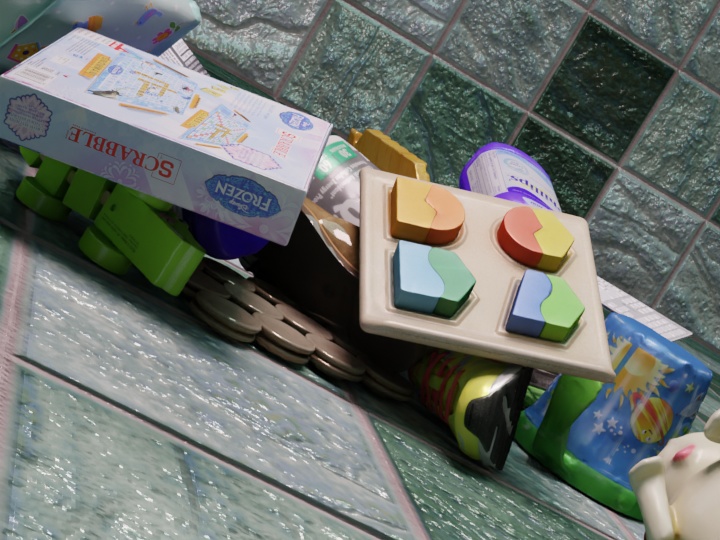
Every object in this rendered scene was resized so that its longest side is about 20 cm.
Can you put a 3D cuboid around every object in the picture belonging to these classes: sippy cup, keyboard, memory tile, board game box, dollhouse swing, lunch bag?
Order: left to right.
[{"bbox_3d":[-0.253,-0.186,1.182,0.122,0.200,0.170,60,20,16],"label":"lunch bag"},{"bbox_3d":[-0.124,-0.095,1.025,0.199,0.041,0.200,21,18,-2],"label":"board game box"},{"bbox_3d":[-0.061,0.035,1.107,0.200,0.017,0.153,24,10,-38],"label":"memory tile"},{"bbox_3d":[0.088,-0.038,1.637,0.175,0.182,0.200,4,19,-25],"label":"dollhouse swing"},{"bbox_3d":[0.197,0.010,1.353,0.200,0.011,0.056,33,18,28],"label":"keyboard"},{"bbox_3d":[0.212,0.111,1.246,0.139,0.131,0.178,30,8,-2],"label":"sippy cup"}]

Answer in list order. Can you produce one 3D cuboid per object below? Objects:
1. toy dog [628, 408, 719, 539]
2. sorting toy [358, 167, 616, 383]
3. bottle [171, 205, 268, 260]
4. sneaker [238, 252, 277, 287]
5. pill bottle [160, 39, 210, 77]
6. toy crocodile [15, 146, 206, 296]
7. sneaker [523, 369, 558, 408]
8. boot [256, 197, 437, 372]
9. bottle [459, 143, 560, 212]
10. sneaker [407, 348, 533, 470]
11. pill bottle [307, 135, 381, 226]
[{"bbox_3d":[0.266,0.177,1.033,0.194,0.140,0.200,42,3,-22],"label":"toy dog"},{"bbox_3d":[0.090,-0.005,1.118,0.185,0.037,0.200,12,36,-11],"label":"sorting toy"},{"bbox_3d":[-0.148,-0.070,1.180,0.065,0.084,0.200,-17,27,-41],"label":"bottle"},{"bbox_3d":[0.000,0.000,1.228,0.200,0.079,0.075,19,-12,-9],"label":"sneaker"},{"bbox_3d":[-0.198,-0.171,1.326,0.200,0.106,0.106,52,3,-12],"label":"pill bottle"},{"bbox_3d":[-0.169,-0.049,1.035,0.200,0.068,0.062,36,10,35],"label":"toy crocodile"},{"bbox_3d":[0.155,0.076,1.411,0.077,0.084,0.200,33,5,-37],"label":"sneaker"},{"bbox_3d":[-0.009,-0.006,1.155,0.200,0.074,0.075,41,46,21],"label":"boot"},{"bbox_3d":[0.133,-0.034,1.288,0.083,0.065,0.200,32,23,-19],"label":"bottle"},{"bbox_3d":[0.075,0.089,1.123,0.090,0.078,0.200,17,5,6],"label":"sneaker"},{"bbox_3d":[0.017,-0.014,1.323,0.200,0.113,0.113,40,10,14],"label":"pill bottle"}]
